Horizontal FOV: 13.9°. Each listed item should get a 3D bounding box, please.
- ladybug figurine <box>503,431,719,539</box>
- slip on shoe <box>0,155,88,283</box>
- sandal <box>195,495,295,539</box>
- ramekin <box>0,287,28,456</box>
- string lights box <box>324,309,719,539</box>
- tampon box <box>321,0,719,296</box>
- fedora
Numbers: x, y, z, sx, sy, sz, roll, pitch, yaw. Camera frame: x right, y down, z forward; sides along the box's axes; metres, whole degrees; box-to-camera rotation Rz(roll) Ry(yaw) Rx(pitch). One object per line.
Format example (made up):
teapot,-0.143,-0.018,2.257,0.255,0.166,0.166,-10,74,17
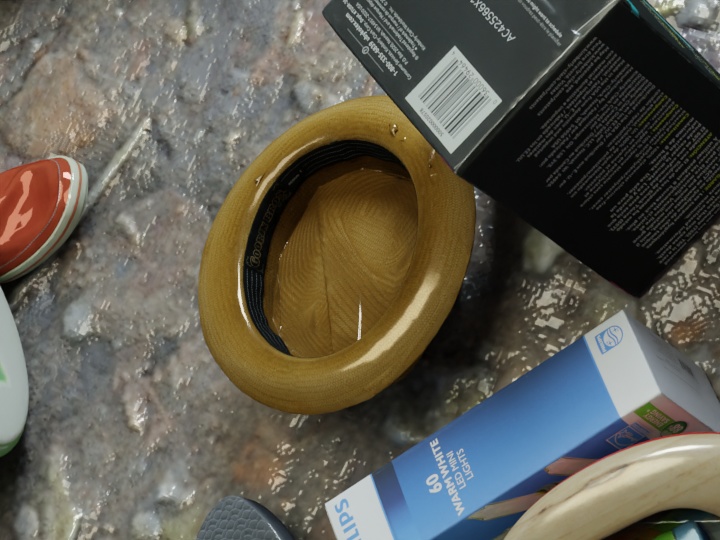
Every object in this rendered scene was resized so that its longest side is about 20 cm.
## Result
ladybug figurine,0.155,0.147,1.526,0.199,0.136,0.072,-25,20,14
slip on shoe,-0.262,-0.027,1.902,0.199,0.061,0.074,-17,60,25
sandal,-0.034,0.217,1.668,0.076,0.043,0.200,-44,63,19
ramekin,-0.287,0.045,1.807,0.097,0.200,0.201,-23,59,15
string lights box,0.092,0.111,1.584,0.200,0.103,0.059,-35,54,17
tampon box,0.106,-0.105,1.604,0.126,0.200,0.150,-45,52,9
fedora,0.000,0.000,1.705,0.200,0.082,0.202,-17,57,27
